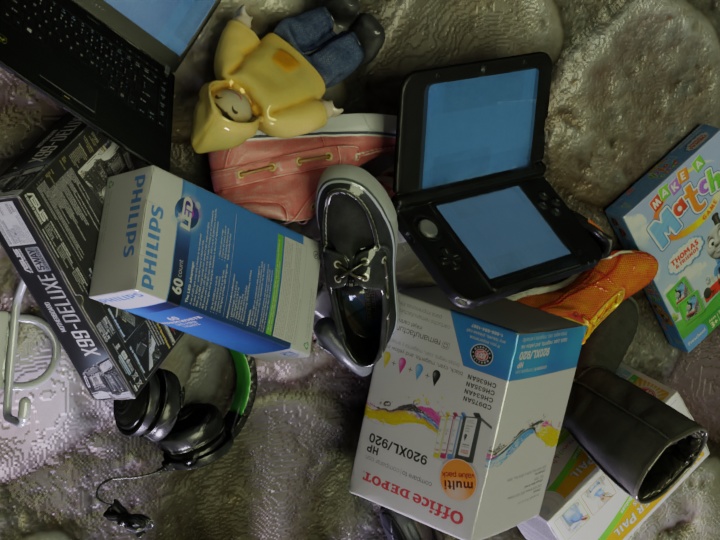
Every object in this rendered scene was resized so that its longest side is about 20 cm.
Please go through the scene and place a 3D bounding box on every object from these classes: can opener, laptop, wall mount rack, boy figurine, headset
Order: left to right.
[{"bbox_3d":[-0.323,0.036,1.101,0.198,0.074,0.176,5,89,-32],"label":"wall mount rack"},{"bbox_3d":[-0.186,-0.211,1.082,0.103,0.201,0.177,-36,128,28],"label":"laptop"},{"bbox_3d":[-0.162,0.136,1.212,0.123,0.094,0.201,43,71,-32],"label":"headset"},{"bbox_3d":[-0.073,-0.167,1.153,0.200,0.064,0.125,-38,88,-34],"label":"boy figurine"},{"bbox_3d":[-0.058,0.025,1.258,0.199,0.066,0.053,36,88,-28],"label":"can opener"}]

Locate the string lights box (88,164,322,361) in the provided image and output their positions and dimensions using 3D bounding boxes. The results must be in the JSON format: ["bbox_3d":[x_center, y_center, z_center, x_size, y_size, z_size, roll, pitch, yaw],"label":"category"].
[{"bbox_3d":[-0.121,-0.001,1.123,0.199,0.059,0.104,25,64,-45],"label":"string lights box"}]

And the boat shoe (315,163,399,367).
[{"bbox_3d":[0.000,0.000,1.186,0.068,0.057,0.201,1,133,14],"label":"boat shoe"}]

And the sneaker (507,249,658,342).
[{"bbox_3d":[0.227,0.041,1.408,0.199,0.077,0.073,-25,144,-16],"label":"sneaker"}]

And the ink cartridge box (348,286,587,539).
[{"bbox_3d":[0.100,0.131,1.303,0.144,0.146,0.202,-3,108,-56],"label":"ink cartridge box"}]

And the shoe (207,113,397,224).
[{"bbox_3d":[-0.040,-0.088,1.214,0.198,0.071,0.092,-5,90,-23],"label":"shoe"}]

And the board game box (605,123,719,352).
[{"bbox_3d":[0.364,-0.033,1.494,0.151,0.037,0.201,-40,120,-13],"label":"board game box"}]

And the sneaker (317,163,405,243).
[{"bbox_3d":[0.045,-0.085,1.268,0.199,0.075,0.106,-8,112,-39],"label":"sneaker"}]

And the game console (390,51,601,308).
[{"bbox_3d":[0.128,-0.083,1.214,0.199,0.177,0.117,-15,150,-40],"label":"game console"}]

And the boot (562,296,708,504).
[{"bbox_3d":[0.276,0.124,1.395,0.072,0.200,0.183,39,84,-30],"label":"boot"}]

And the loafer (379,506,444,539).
[{"bbox_3d":[0.081,0.313,1.425,0.063,0.072,0.202,-31,115,-23],"label":"loafer"}]

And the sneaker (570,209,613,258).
[{"bbox_3d":[0.174,-0.027,1.317,0.199,0.089,0.071,-14,119,-54],"label":"sneaker"}]

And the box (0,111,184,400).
[{"bbox_3d":[-0.204,-0.022,1.119,0.158,0.049,0.201,-57,132,-44],"label":"box"}]

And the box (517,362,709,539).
[{"bbox_3d":[0.256,0.209,1.464,0.200,0.112,0.102,-42,122,-13],"label":"box"}]
